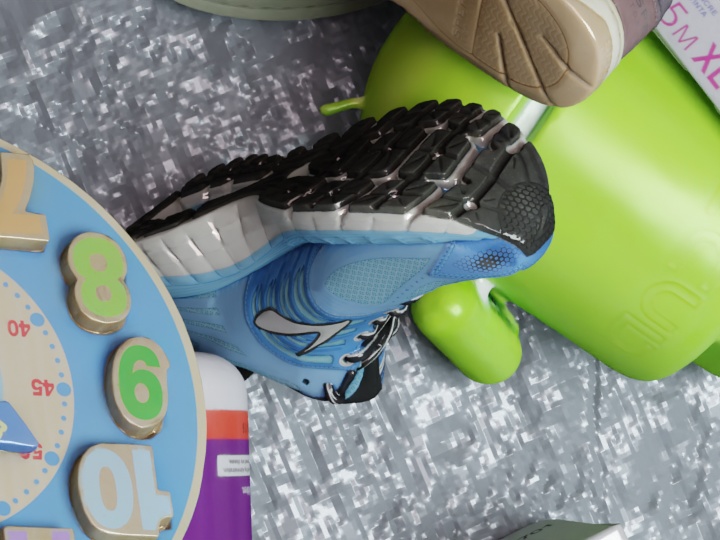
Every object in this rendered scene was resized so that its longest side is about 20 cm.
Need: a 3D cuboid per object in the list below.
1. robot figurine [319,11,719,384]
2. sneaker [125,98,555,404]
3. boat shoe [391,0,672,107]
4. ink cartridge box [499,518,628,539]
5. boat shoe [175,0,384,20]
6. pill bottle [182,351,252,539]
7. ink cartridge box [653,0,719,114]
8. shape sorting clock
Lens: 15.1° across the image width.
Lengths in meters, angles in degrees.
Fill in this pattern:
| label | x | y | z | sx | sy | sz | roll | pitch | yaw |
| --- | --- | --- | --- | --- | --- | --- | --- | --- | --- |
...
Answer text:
| label | x | y | z | sx | sy | sz | roll | pitch | yaw |
| --- | --- | --- | --- | --- | --- | --- | --- | --- | --- |
| robot figurine | 0.087 | -0.037 | 1.014 | 0.200 | 0.116 | 0.176 | 33 | 83 | -9 |
| sneaker | 0.000 | 0.000 | 0.962 | 0.078 | 0.200 | 0.090 | -40 | 109 | -37 |
| boat shoe | 0.024 | -0.135 | 0.955 | 0.200 | 0.072 | 0.065 | 39 | 51 | 22 |
| ink cartridge box | 0.065 | 0.211 | 1.003 | 0.146 | 0.086 | 0.200 | -26 | 93 | -15 |
| boat shoe | 0.014 | -0.149 | 1.036 | 0.201 | 0.072 | 0.061 | -13 | 46 | -4 |
| pill bottle | -0.092 | 0.130 | 0.956 | 0.112 | 0.112 | 0.200 | -1 | 85 | -14 |
| ink cartridge box | 0.174 | -0.113 | 1.026 | 0.119 | 0.042 | 0.200 | 51 | 36 | -3 |
| shape sorting clock | -0.140 | 0.034 | 0.857 | 0.200 | 0.039 | 0.200 | 13 | 60 | -24 |
